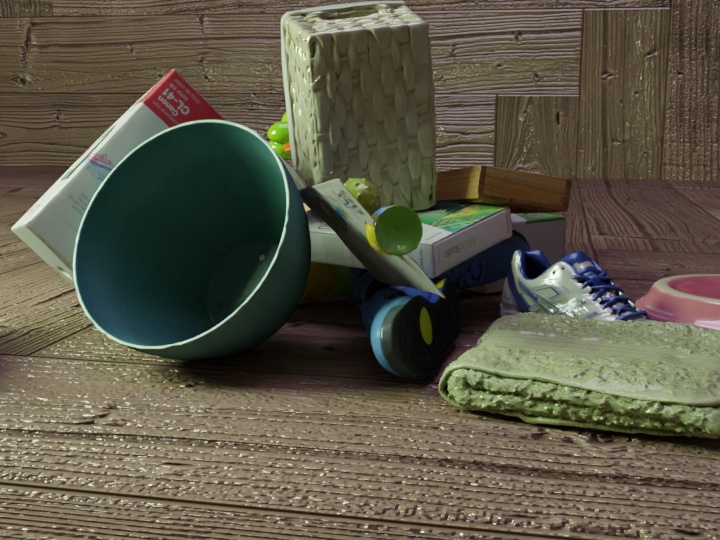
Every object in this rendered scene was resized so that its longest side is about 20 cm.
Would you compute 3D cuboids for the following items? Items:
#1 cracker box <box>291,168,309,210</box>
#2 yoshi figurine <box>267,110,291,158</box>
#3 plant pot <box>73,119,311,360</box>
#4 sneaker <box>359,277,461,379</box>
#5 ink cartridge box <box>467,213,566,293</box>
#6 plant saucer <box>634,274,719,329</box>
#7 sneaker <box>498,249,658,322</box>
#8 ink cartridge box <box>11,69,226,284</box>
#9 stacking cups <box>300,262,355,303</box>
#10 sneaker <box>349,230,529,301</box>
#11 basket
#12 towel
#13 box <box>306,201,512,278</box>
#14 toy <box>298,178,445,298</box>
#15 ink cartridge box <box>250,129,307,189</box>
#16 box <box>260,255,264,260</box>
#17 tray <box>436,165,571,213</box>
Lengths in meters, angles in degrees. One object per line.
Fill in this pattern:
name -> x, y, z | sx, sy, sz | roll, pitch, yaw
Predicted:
cracker box -> -0.031, -0.071, 1.228 | 0.057, 0.135, 0.200 | 7, 12, 26
yoshi figurine -> -0.020, -0.180, 1.195 | 0.199, 0.113, 0.112 | 0, -4, -7
plant pot -> -0.121, -0.008, 0.797 | 0.199, 0.201, 0.135 | 5, -20, 26
sneaker -> 0.030, 0.049, 0.776 | 0.078, 0.066, 0.200 | -8, 7, 17
ink cartridge box -> 0.132, -0.034, 1.165 | 0.144, 0.085, 0.199 | -8, 13, -39
plant saucer -> 0.345, 0.040, 0.854 | 0.199, 0.051, 0.201 | 0, 10, 0
sneaker -> 0.190, 0.031, 0.796 | 0.075, 0.089, 0.200 | -5, 12, -36
ink cartridge box -> -0.231, -0.086, 0.900 | 0.200, 0.086, 0.147 | -49, 19, -17
stacking cups -> 0.000, 0.000, 1.055 | 0.199, 0.061, 0.060 | -6, 11, -42
sneaker -> 0.088, 0.004, 0.978 | 0.199, 0.066, 0.079 | -6, 31, -10
basket -> 0.002, -0.156, 0.928 | 0.135, 0.201, 0.123 | -9, 23, -11
towel -> 0.170, 0.068, 0.668 | 0.199, 0.037, 0.148 | 3, 18, 27
box -> 0.028, -0.039, 0.919 | 0.199, 0.037, 0.144 | 9, 22, 36
toy -> 0.012, -0.038, 0.747 | 0.047, 0.115, 0.200 | -44, 11, -4
ink cartridge box -> -0.165, -0.051, 0.956 | 0.200, 0.083, 0.146 | -44, 18, -6
box -> -0.203, -0.021, 1.130 | 0.199, 0.069, 0.082 | 5, 11, 27
tray -> 0.134, -0.083, 1.002 | 0.098, 0.037, 0.200 | 7, 2, -15
